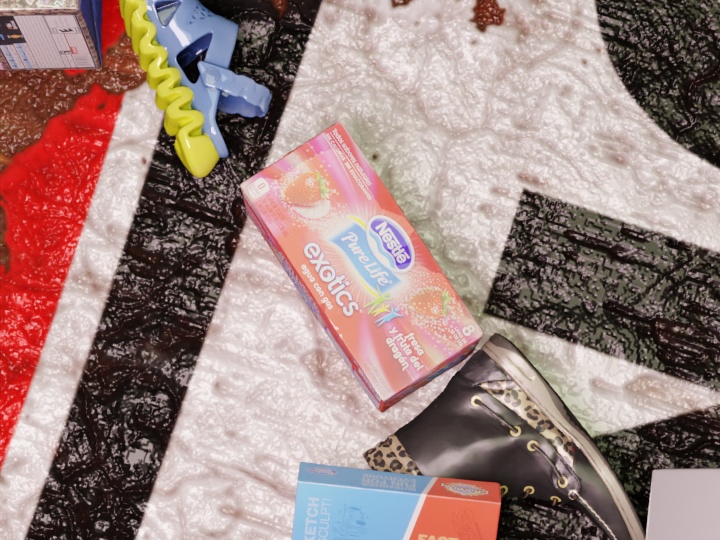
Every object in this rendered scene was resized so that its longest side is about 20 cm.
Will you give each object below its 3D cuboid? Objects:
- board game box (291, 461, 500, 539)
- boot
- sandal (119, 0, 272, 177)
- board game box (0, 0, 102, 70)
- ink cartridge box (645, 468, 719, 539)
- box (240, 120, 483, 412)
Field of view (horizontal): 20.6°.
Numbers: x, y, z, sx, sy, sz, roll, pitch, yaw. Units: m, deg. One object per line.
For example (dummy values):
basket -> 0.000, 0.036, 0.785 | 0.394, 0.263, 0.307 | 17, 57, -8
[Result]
board game box -> 0.018, 0.250, 1.481 | 0.153, 0.040, 0.201 | 6, 106, 0
boot -> 0.111, 0.167, 1.521 | 0.150, 0.073, 0.200 | -37, 90, -2
sandal -> -0.134, -0.178, 1.574 | 0.087, 0.079, 0.200 | -23, 90, -8
board game box -> -0.306, -0.220, 1.531 | 0.199, 0.159, 0.097 | -1, 80, -2
ink cartridge box -> 0.323, 0.226, 1.453 | 0.199, 0.145, 0.145 | 8, 81, -18
box -> 0.000, 0.000, 1.532 | 0.095, 0.103, 0.200 | -33, 82, -7
